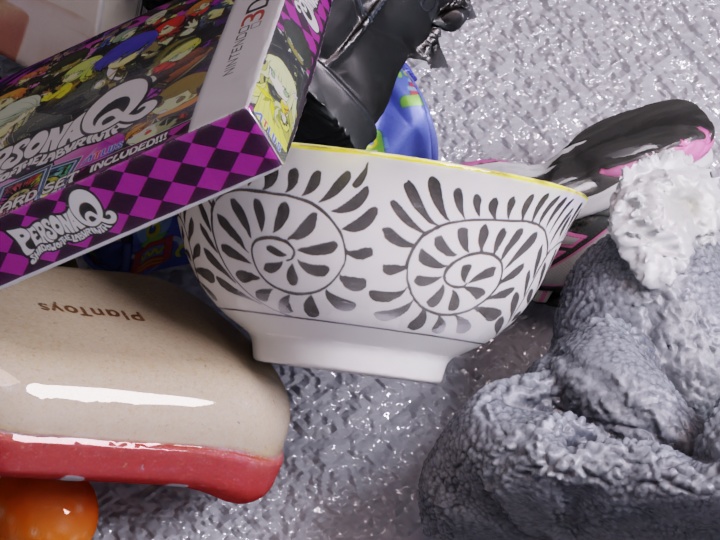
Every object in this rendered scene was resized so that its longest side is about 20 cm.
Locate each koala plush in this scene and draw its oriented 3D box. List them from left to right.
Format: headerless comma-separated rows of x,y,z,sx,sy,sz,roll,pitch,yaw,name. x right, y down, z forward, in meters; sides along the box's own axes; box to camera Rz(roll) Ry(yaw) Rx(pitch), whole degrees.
0.131,0.054,1.216,0.182,0.178,0.201,9,55,10,koala plush

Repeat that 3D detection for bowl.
0.000,0.000,1.175,0.199,0.201,0.095,7,87,-5,bowl

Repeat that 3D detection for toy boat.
-0.132,0.077,1.178,0.199,0.131,0.131,7,25,-31,toy boat

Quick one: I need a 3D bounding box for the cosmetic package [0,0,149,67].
-0.164,-0.162,1.323,0.199,0.088,0.103,28,24,37,cosmetic package

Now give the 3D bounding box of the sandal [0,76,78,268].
-0.200,-0.035,1.302,0.069,0.078,0.212,-30,50,6,sandal

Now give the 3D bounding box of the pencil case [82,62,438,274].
-0.056,-0.058,1.319,0.199,0.087,0.078,-19,46,-24,pencil case

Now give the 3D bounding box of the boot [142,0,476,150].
-0.022,-0.165,1.260,0.198,0.073,0.163,47,59,-29,boot

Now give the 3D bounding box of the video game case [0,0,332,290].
-0.113,-0.060,1.121,0.199,0.036,0.182,-22,24,19,video game case

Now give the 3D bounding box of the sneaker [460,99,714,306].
0.094,-0.011,1.316,0.199,0.087,0.080,-17,24,3,sneaker
